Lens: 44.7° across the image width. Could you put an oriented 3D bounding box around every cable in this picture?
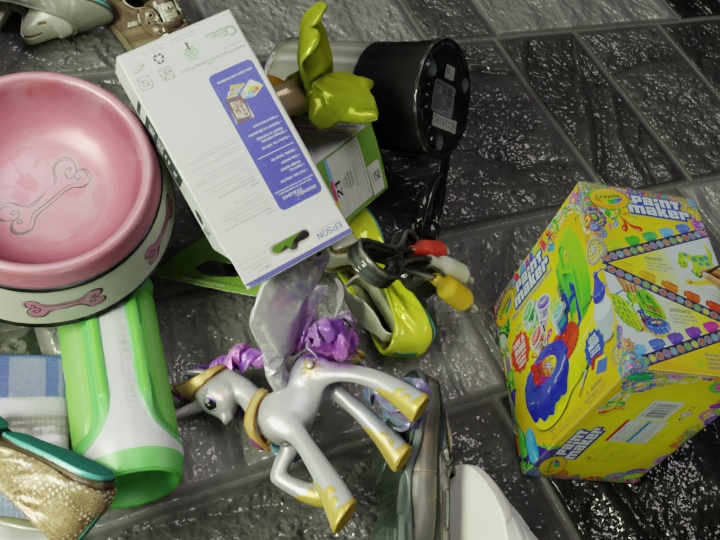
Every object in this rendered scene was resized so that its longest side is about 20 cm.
[{"bbox_3d":[0.045,-0.015,0.785,0.200,0.050,0.097,26,33,-60],"label":"cable"}]

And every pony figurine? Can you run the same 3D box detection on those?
[{"bbox_3d":[-0.043,0.088,0.716,0.200,0.167,0.193,31,75,24],"label":"pony figurine"}]

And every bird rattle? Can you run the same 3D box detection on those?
[{"bbox_3d":[-0.087,-0.138,0.787,0.200,0.163,0.113,-34,99,-6],"label":"bird rattle"}]

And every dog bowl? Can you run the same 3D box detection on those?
[{"bbox_3d":[-0.242,-0.062,0.667,0.200,0.074,0.201,5,69,-12],"label":"dog bowl"}]

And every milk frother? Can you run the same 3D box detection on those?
[{"bbox_3d":[0.008,-0.131,0.917,0.188,0.180,0.200,10,75,32],"label":"milk frother"}]

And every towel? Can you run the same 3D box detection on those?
[{"bbox_3d":[-0.294,0.149,0.656,0.147,0.024,0.200,2,54,-20],"label":"towel"}]

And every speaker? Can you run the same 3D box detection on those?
[{"bbox_3d":[-0.196,0.082,0.701,0.088,0.089,0.200,-4,56,-23],"label":"speaker"}]

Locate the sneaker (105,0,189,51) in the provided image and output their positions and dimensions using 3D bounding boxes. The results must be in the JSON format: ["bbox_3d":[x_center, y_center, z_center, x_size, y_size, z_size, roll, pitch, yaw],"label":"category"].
[{"bbox_3d":[-0.215,-0.254,0.956,0.070,0.076,0.200,-32,69,-36],"label":"sneaker"}]

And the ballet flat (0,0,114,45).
[{"bbox_3d":[-0.369,-0.273,0.935,0.200,0.067,0.064,11,79,-11],"label":"ballet flat"}]

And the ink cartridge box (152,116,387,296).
[{"bbox_3d":[-0.092,-0.067,0.815,0.148,0.076,0.200,10,38,37],"label":"ink cartridge box"}]

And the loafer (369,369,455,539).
[{"bbox_3d":[0.050,0.183,0.734,0.063,0.072,0.200,22,57,-18],"label":"loafer"}]

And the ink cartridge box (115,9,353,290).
[{"bbox_3d":[-0.097,-0.091,0.675,0.099,0.039,0.200,-28,89,-19],"label":"ink cartridge box"}]

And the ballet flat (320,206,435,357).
[{"bbox_3d":[0.000,0.000,0.847,0.067,0.067,0.200,-13,62,-38],"label":"ballet flat"}]

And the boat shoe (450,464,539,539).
[{"bbox_3d":[0.131,0.249,0.712,0.068,0.072,0.200,16,32,-46],"label":"boat shoe"}]

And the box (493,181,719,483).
[{"bbox_3d":[0.226,0.062,0.797,0.122,0.200,0.193,7,52,-14],"label":"box"}]

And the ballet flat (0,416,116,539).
[{"bbox_3d":[-0.264,0.134,0.615,0.200,0.071,0.065,22,84,23],"label":"ballet flat"}]
